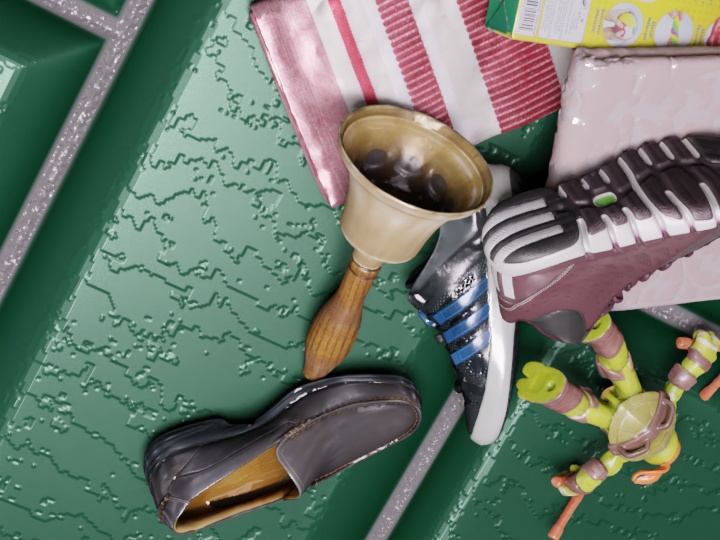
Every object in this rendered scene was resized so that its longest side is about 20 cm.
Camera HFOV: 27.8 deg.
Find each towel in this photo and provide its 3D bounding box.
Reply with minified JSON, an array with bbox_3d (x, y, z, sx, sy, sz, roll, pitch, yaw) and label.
[{"bbox_3d":[0.042,-0.144,0.958,0.200,0.023,0.144,-23,110,-5],"label":"towel"},{"bbox_3d":[0.212,-0.061,0.989,0.191,0.032,0.200,-5,125,-16],"label":"towel"}]

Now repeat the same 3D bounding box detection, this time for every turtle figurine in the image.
[{"bbox_3d":[0.181,0.107,1.036,0.200,0.064,0.161,-44,127,8],"label":"turtle figurine"}]

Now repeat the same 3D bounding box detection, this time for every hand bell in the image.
[{"bbox_3d":[0.000,0.000,0.961,0.104,0.104,0.200,13,130,-16],"label":"hand bell"}]

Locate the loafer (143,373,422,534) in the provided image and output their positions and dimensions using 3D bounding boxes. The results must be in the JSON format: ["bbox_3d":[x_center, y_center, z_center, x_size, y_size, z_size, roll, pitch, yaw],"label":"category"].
[{"bbox_3d":[-0.047,0.131,1.002,0.200,0.072,0.073,-20,126,-2],"label":"loafer"}]

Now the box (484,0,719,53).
[{"bbox_3d":[0.187,-0.198,0.944,0.200,0.048,0.118,5,107,-22],"label":"box"}]

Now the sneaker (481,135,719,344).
[{"bbox_3d":[0.175,-0.014,0.953,0.200,0.076,0.116,-14,138,-7],"label":"sneaker"}]

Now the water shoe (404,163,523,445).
[{"bbox_3d":[0.071,0.022,1.008,0.079,0.072,0.200,4,106,9],"label":"water shoe"}]
